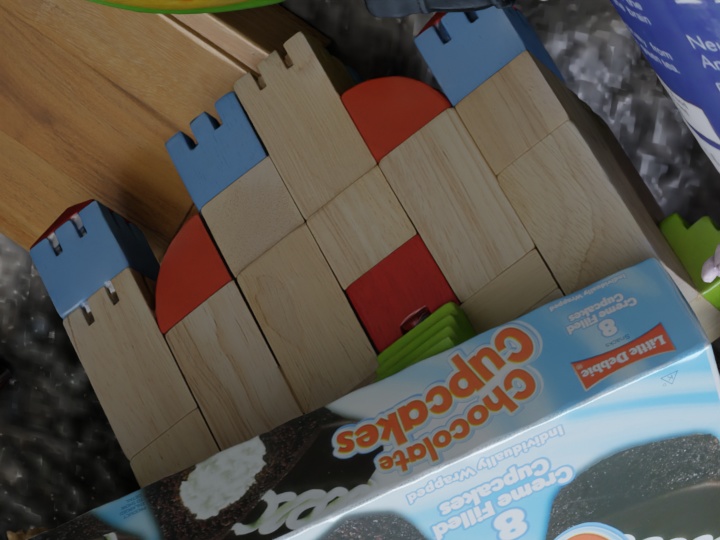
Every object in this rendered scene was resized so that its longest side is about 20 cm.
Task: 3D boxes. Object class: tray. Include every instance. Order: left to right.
[{"bbox_3d":[-0.118,-0.079,0.875,0.200,0.037,0.099,34,116,3],"label":"tray"}]

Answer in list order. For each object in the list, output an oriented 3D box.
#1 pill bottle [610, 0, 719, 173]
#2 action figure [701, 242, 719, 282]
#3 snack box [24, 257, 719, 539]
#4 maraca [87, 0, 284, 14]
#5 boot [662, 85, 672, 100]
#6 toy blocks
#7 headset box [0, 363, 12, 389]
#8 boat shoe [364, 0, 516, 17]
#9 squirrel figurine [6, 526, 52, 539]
[{"bbox_3d":[0.084,-0.109,0.624,0.111,0.111,0.200,-19,130,23],"label":"pill bottle"},{"bbox_3d":[0.174,0.012,0.719,0.199,0.149,0.134,-19,105,39],"label":"action figure"},{"bbox_3d":[0.002,0.084,0.743,0.199,0.037,0.116,-25,137,-2],"label":"snack box"},{"bbox_3d":[-0.030,-0.129,0.793,0.199,0.107,0.138,6,123,-6],"label":"maraca"},{"bbox_3d":[0.089,-0.122,0.723,0.069,0.199,0.175,23,117,51],"label":"boot"},{"bbox_3d":[0.000,0.000,0.802,0.200,0.100,0.137,-37,57,13],"label":"toy blocks"},{"bbox_3d":[-0.217,0.056,0.936,0.149,0.077,0.200,36,116,1],"label":"headset box"},{"bbox_3d":[-0.010,-0.147,0.709,0.066,0.075,0.200,-18,119,20],"label":"boat shoe"},{"bbox_3d":[-0.051,0.165,0.874,0.186,0.141,0.201,-5,93,30],"label":"squirrel figurine"}]
